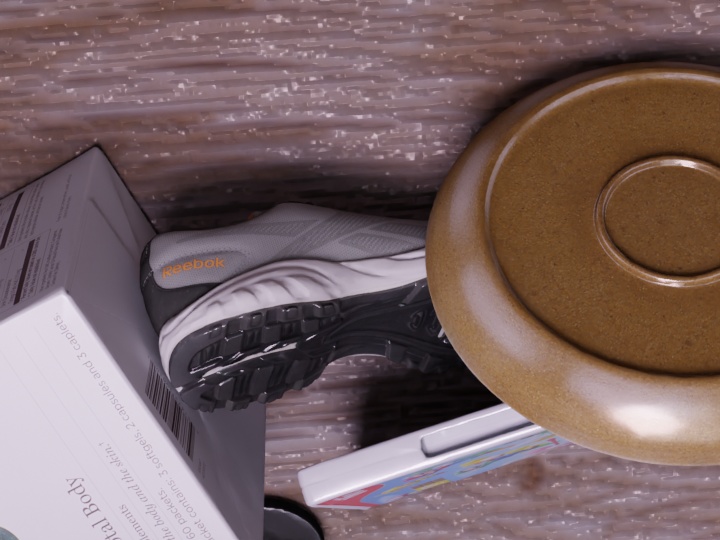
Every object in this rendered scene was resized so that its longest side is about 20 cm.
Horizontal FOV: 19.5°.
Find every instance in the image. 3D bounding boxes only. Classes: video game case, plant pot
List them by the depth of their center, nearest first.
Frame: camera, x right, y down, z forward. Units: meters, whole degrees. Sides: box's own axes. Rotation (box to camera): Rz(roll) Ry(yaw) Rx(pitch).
[{"bbox_3d":[0.126,-0.014,0.835,0.199,0.200,0.028,-2,143,0],"label":"plant pot"},{"bbox_3d":[0.081,0.066,0.906,0.200,0.143,0.017,-18,80,7],"label":"video game case"}]

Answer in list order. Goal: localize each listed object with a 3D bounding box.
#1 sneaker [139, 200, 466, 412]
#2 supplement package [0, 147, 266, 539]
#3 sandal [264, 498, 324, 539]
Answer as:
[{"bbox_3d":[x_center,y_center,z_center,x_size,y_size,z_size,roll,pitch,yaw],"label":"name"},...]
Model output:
[{"bbox_3d":[0.000,0.000,0.885,0.200,0.079,0.074,-7,138,-30],"label":"sneaker"},{"bbox_3d":[-0.162,0.079,0.892,0.200,0.151,0.152,-27,113,11],"label":"supplement package"},{"bbox_3d":[-0.063,0.204,1.010,0.075,0.045,0.200,10,114,-6],"label":"sandal"}]
